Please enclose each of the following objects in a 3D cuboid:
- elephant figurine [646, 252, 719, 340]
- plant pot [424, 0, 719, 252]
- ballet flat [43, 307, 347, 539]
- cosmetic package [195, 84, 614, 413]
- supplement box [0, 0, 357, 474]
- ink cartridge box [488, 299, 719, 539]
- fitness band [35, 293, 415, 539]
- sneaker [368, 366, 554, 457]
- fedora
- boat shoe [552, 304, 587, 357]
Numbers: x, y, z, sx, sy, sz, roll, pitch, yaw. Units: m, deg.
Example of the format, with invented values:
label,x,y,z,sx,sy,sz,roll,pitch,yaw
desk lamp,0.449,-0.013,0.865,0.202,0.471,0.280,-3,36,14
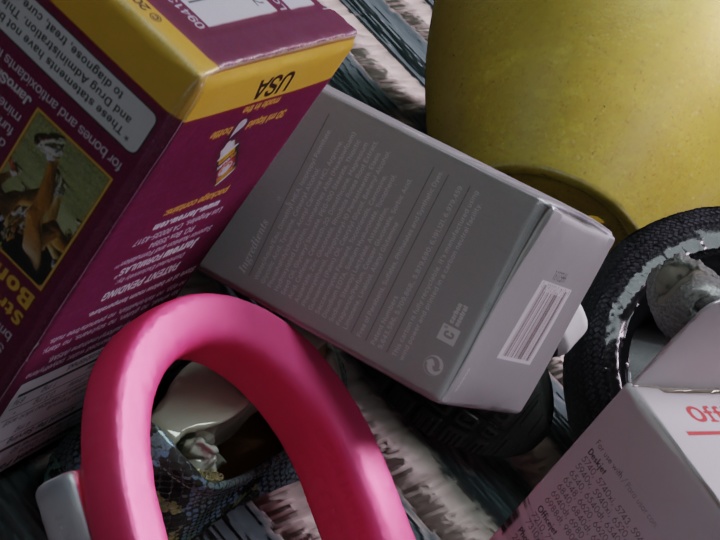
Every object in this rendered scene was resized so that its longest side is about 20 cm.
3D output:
label,x,y,z,sx,sy,sz,roll,pitch,yaw
elephant figurine,0.211,0.094,0.850,0.141,0.155,0.200,3,14,-41
plant pot,0.112,-0.068,1.057,0.200,0.200,0.142,31,56,-11
ballet flat,-0.044,0.049,0.805,0.074,0.074,0.200,40,28,5
cosmetic package,-0.019,-0.027,0.793,0.200,0.090,0.107,31,6,18
supplement box,-0.117,-0.039,0.713,0.131,0.200,0.103,44,29,12
ink cartridge box,0.113,0.103,0.764,0.116,0.200,0.068,4,43,-45
fitness band,-0.031,0.104,0.699,0.144,0.037,0.200,-8,76,-53
sneaker,0.029,-0.002,0.962,0.200,0.076,0.091,55,22,21
fedora,0.171,0.070,0.957,0.200,0.092,0.201,6,70,-18
boat shoe,0.000,0.000,0.879,0.200,0.064,0.071,24,-24,33
